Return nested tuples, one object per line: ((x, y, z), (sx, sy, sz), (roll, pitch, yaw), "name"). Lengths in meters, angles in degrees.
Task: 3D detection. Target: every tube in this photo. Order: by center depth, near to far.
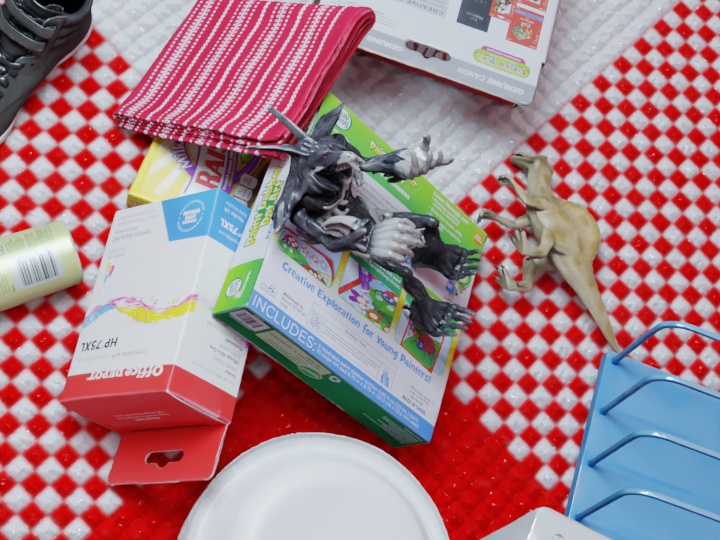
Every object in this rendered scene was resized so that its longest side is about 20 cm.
((-0.308, 0.015, 1.059), (0.200, 0.052, 0.058), (-19, 33, -17), "tube")

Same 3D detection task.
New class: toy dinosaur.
((0.161, -0.019, 1.180), (0.101, 0.058, 0.200), (-12, 71, -31), "toy dinosaur")

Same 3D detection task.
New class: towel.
((-0.094, -0.157, 1.116), (0.200, 0.022, 0.145), (14, 63, 41), "towel")

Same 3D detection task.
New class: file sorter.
((0.251, 0.158, 1.102), (0.139, 0.123, 0.200), (21, 64, -6), "file sorter")

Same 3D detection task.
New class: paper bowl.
((-0.031, 0.214, 1.017), (0.200, 0.104, 0.201), (5, 67, -11), "paper bowl")

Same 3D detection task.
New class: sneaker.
((-0.278, -0.164, 1.107), (0.071, 0.099, 0.200), (38, 66, 0), "sneaker")

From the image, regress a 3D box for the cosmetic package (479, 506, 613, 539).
((0.157, 0.293, 0.999), (0.200, 0.166, 0.167), (26, 64, -4), "cosmetic package")

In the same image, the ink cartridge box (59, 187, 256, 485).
((-0.143, 0.049, 1.040), (0.067, 0.116, 0.200), (35, 56, -41), "ink cartridge box")

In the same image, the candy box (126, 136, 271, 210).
((-0.106, -0.120, 1.174), (0.102, 0.026, 0.200), (21, 65, -1), "candy box")

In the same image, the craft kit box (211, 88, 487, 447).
((0.000, 0.000, 1.083), (0.200, 0.048, 0.198), (40, 56, -31), "craft kit box")

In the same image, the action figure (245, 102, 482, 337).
((0.015, -0.044, 1.010), (0.200, 0.102, 0.119), (43, 53, -33), "action figure")

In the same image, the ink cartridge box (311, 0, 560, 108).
((0.062, -0.224, 1.228), (0.200, 0.084, 0.176), (19, 65, -6), "ink cartridge box")
